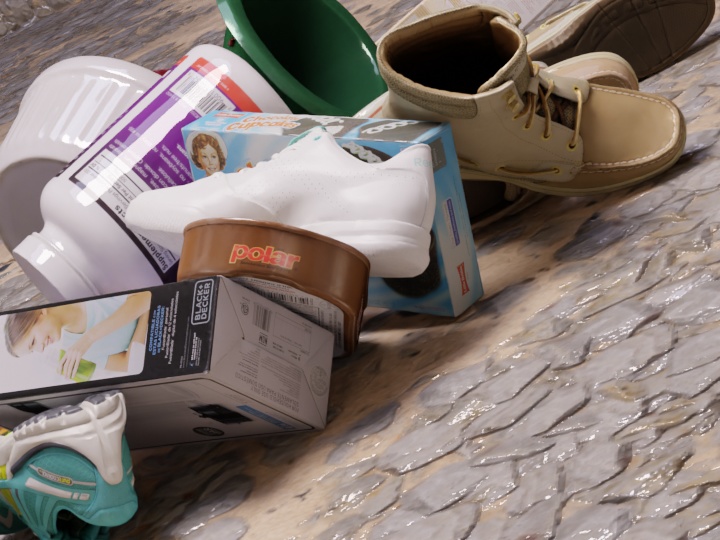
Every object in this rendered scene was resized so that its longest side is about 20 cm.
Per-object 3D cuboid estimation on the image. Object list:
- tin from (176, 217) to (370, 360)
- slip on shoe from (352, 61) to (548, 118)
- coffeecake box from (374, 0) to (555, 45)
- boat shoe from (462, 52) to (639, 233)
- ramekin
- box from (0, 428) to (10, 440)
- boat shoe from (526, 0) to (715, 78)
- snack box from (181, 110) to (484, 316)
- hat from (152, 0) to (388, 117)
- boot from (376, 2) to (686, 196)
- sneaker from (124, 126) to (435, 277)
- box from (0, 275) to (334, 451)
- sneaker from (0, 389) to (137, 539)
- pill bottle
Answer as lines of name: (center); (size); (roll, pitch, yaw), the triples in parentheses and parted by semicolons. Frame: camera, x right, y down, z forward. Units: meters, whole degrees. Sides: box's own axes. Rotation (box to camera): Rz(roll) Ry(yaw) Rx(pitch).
tin: (-0.053, 0.014, 1.350); (0.111, 0.042, 0.200); (14, -14, 3)
slip on shoe: (0.066, -0.100, 1.574); (0.199, 0.061, 0.074); (-12, -22, -37)
coffeecake box: (0.071, -0.188, 1.834); (0.153, 0.073, 0.200); (-39, 4, 41)
boat shoe: (0.104, -0.071, 1.519); (0.199, 0.071, 0.065); (-35, 19, 7)
ramekin: (-0.186, -0.052, 1.685); (0.201, 0.203, 0.094); (-12, 32, 40)
box: (-0.217, 0.101, 1.517); (0.038, 0.042, 0.200); (-21, 16, 13)
boat shoe: (0.169, -0.170, 1.701); (0.199, 0.074, 0.066); (-26, 21, 1)
snack box: (-0.020, -0.038, 1.433); (0.199, 0.117, 0.037); (6, 28, 40)
hat: (-0.086, -0.115, 1.668); (0.176, 0.166, 0.200); (-44, 6, 27)
boot: (0.108, -0.107, 1.408); (0.198, 0.073, 0.156); (4, -18, 4)
sneaker: (-0.045, -0.046, 1.364); (0.199, 0.089, 0.075); (4, -14, 23)
box: (-0.128, 0.060, 1.339); (0.199, 0.116, 0.061); (-8, 67, 34)
sneaker: (-0.182, 0.131, 1.310); (0.077, 0.080, 0.200); (-15, -8, -28)
pill bottle: (-0.138, -0.052, 1.543); (0.200, 0.113, 0.112); (-44, 20, -13)
